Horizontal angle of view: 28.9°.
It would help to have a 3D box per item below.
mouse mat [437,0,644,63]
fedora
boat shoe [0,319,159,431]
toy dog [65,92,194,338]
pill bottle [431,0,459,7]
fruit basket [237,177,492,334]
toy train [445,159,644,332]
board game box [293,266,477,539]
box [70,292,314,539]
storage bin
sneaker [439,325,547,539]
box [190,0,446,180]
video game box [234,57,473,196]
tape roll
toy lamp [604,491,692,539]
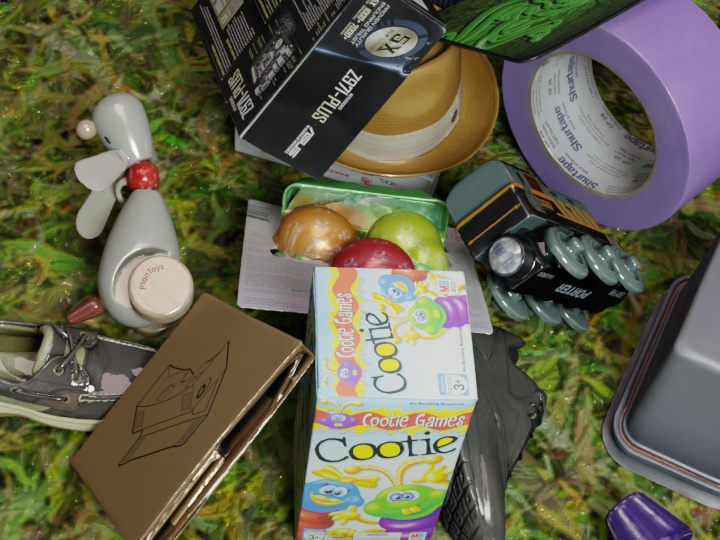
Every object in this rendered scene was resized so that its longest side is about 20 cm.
[{"bbox_3d":[0.159,-0.223,1.138,0.200,0.008,0.161,-32,33,-22],"label":"mouse mat"},{"bbox_3d":[0.030,-0.171,1.190,0.200,0.082,0.201,3,54,-4],"label":"fedora"},{"bbox_3d":[-0.233,0.072,1.039,0.200,0.066,0.072,4,51,-5],"label":"boat shoe"},{"bbox_3d":[-0.194,-0.031,1.082,0.096,0.132,0.200,-12,55,-14],"label":"toy dog"},{"bbox_3d":[0.064,-0.310,1.339,0.200,0.111,0.111,3,53,-5],"label":"pill bottle"},{"bbox_3d":[0.000,0.000,1.072,0.185,0.094,0.200,6,29,-6],"label":"fruit basket"},{"bbox_3d":[0.148,-0.019,1.099,0.200,0.085,0.114,12,46,-55],"label":"toy train"},{"bbox_3d":[0.011,0.099,0.967,0.103,0.200,0.105,2,53,-6],"label":"board game box"},{"bbox_3d":[-0.120,0.097,0.944,0.021,0.200,0.164,41,82,-22],"label":"box"},{"bbox_3d":[0.292,0.063,1.073,0.145,0.134,0.200,25,55,11],"label":"storage bin"},{"bbox_3d":[0.099,0.118,1.048,0.091,0.076,0.200,6,55,-12],"label":"sneaker"},{"bbox_3d":[-0.040,-0.202,1.126,0.086,0.164,0.200,27,25,-36],"label":"box"},{"bbox_3d":[0.004,-0.164,1.263,0.182,0.047,0.200,16,53,8],"label":"video game box"},{"bbox_3d":[0.220,-0.140,1.175,0.085,0.200,0.200,-35,64,-28],"label":"tape roll"},{"bbox_3d":[0.247,0.243,0.981,0.058,0.058,0.200,-26,63,-24],"label":"toy lamp"}]
